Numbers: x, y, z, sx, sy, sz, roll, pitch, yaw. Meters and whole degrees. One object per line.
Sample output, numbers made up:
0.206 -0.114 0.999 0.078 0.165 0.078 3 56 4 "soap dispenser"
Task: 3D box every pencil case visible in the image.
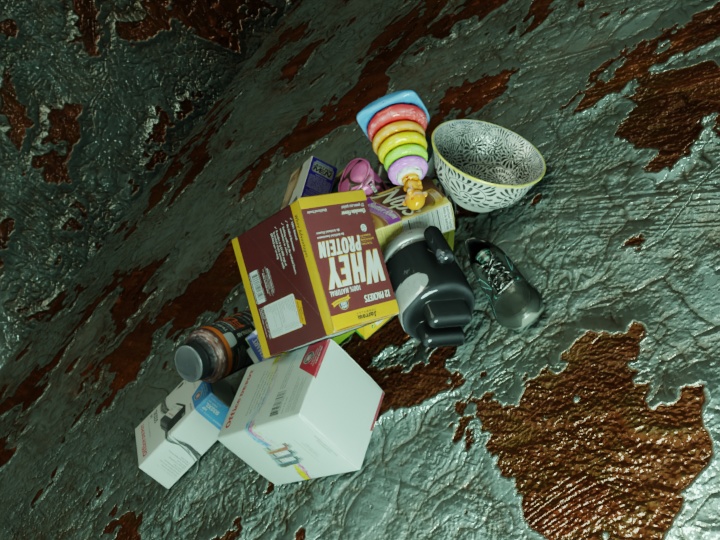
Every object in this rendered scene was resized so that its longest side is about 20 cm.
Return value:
0.048 -0.115 1.473 0.093 0.199 0.092 8 67 51 "pencil case"

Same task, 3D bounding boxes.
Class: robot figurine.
0.106 0.026 1.255 0.150 0.124 0.202 -40 43 18 "robot figurine"

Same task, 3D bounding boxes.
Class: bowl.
0.205 -0.163 1.371 0.202 0.197 0.095 -83 6 -51 "bowl"

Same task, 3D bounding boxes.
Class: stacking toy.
0.075 -0.186 1.350 0.114 0.110 0.203 -21 61 15 "stacking toy"

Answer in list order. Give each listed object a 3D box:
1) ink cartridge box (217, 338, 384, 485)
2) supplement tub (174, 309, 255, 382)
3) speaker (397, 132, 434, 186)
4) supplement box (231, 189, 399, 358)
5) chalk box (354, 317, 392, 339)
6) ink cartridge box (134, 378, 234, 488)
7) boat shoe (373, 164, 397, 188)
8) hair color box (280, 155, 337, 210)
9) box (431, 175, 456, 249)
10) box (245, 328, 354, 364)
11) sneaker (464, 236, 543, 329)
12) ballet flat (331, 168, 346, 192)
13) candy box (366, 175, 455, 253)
-0.093 0.225 1.260 0.198 0.145 0.147 -21 35 39 "ink cartridge box"
-0.265 0.150 1.559 0.106 0.108 0.199 -25 -1 33 "supplement tub"
0.101 -0.199 1.532 0.081 0.081 0.200 -46 -11 -2 "speaker"
-0.073 0.007 1.246 0.131 0.201 0.199 -12 -7 -41 "supplement box"
0.000 0.000 1.460 0.124 0.124 0.201 -40 28 11 "chalk box"
-0.342 0.299 1.579 0.200 0.084 0.145 -45 27 1 "ink cartridge box"
0.045 -0.170 1.626 0.200 0.065 0.058 135 134 -87 "boat shoe"
-0.115 -0.106 1.559 0.109 0.064 0.203 -28 41 58 "hair color box"
0.130 -0.079 1.441 0.050 0.075 0.202 -25 32 29 "box"
-0.120 0.125 1.483 0.199 0.048 0.123 -41 65 8 "box"
0.203 0.016 1.202 0.075 0.079 0.201 -41 29 8 "sneaker"
-0.068 -0.116 1.603 0.062 0.068 0.203 14 78 40 "ballet flat"
0.047 -0.084 1.361 0.197 0.057 0.117 -20 33 -7 "candy box"
